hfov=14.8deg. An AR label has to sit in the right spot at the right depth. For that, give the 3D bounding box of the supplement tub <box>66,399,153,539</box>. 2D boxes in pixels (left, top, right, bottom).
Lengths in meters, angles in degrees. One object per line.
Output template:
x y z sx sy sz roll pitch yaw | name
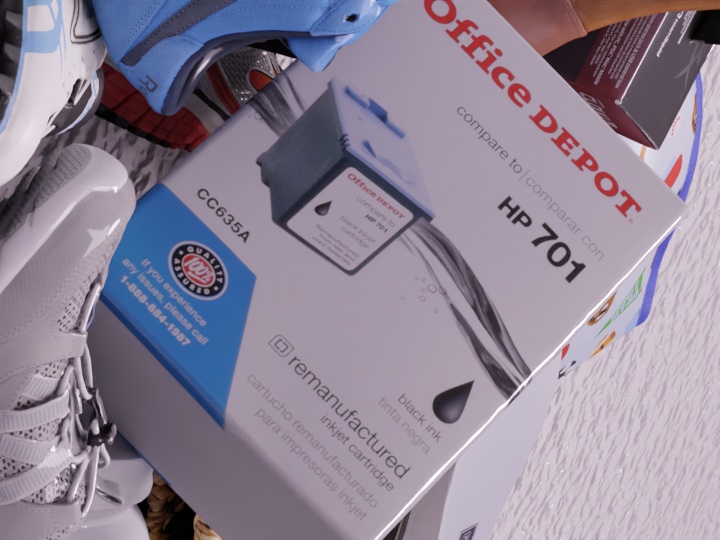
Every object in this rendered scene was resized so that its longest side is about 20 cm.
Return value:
-0.165 0.135 1.050 0.145 0.145 0.200 -3 116 -62 | supplement tub

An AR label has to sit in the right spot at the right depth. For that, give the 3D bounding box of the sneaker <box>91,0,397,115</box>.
0.005 -0.115 0.930 0.200 0.079 0.066 -23 175 8 | sneaker

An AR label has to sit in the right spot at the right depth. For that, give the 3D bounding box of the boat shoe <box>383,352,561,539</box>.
0.025 0.089 1.138 0.069 0.057 0.200 -11 124 -57 | boat shoe

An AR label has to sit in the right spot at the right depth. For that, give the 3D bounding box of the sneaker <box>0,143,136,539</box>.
-0.108 0.046 0.914 0.075 0.082 0.200 -72 -172 -58 | sneaker

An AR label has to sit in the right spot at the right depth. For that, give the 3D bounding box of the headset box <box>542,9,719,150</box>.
0.087 -0.155 1.192 0.149 0.200 0.075 -61 156 -3 | headset box

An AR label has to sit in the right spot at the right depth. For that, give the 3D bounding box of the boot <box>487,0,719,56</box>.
0.088 -0.181 1.116 0.068 0.199 0.189 37 41 -71 | boot

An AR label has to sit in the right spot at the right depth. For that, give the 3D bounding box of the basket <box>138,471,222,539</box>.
-0.087 0.098 1.158 0.149 0.142 0.200 -42 151 -47 | basket

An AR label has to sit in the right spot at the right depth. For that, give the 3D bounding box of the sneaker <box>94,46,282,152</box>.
-0.056 -0.086 1.128 0.082 0.078 0.200 -66 155 2 | sneaker

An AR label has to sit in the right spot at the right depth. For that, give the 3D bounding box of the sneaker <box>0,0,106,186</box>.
-0.114 -0.068 0.926 0.072 0.072 0.200 -50 -162 12 | sneaker

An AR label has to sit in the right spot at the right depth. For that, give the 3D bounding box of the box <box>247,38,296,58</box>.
-0.029 -0.207 1.032 0.160 0.044 0.200 44 73 -38 | box

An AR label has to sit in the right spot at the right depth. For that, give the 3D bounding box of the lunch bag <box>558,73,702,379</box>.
0.084 -0.046 1.388 0.170 0.124 0.200 -34 150 -45 | lunch bag

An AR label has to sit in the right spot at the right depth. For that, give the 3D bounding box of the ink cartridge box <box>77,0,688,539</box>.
0.000 0.000 1.021 0.200 0.146 0.086 -45 179 -28 | ink cartridge box
